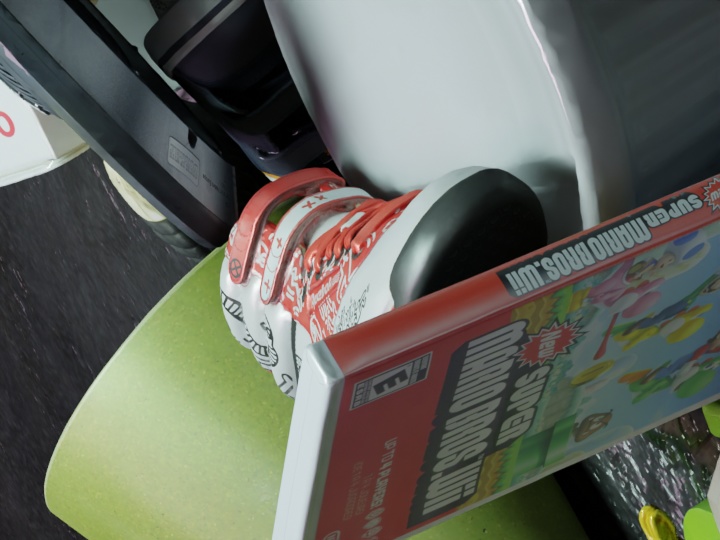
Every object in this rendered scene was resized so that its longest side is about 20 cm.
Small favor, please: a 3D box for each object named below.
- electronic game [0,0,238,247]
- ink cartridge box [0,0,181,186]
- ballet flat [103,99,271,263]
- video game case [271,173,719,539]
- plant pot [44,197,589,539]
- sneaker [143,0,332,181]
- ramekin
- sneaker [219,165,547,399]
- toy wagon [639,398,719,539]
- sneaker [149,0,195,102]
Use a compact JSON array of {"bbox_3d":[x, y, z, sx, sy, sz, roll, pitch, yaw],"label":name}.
[{"bbox_3d":[-0.115,-0.084,1.009,0.200,0.042,0.200,46,-178,-2],"label":"electronic game"},{"bbox_3d":[-0.179,-0.138,1.195,0.145,0.083,0.200,-11,108,54],"label":"ink cartridge box"},{"bbox_3d":[-0.068,-0.028,1.211,0.200,0.057,0.067,29,-121,-69],"label":"ballet flat"},{"bbox_3d":[0.068,0.026,0.877,0.017,0.200,0.143,59,160,24],"label":"video game case"},{"bbox_3d":[0.002,0.100,1.196,0.200,0.187,0.187,42,155,15],"label":"plant pot"},{"bbox_3d":[-0.029,-0.083,1.114,0.079,0.078,0.200,48,-177,3],"label":"sneaker"},{"bbox_3d":[0.053,-0.083,0.926,0.202,0.094,0.202,49,156,31],"label":"ramekin"},{"bbox_3d":[-0.001,0.001,0.931,0.108,0.067,0.201,49,160,21],"label":"sneaker"},{"bbox_3d":[0.167,0.108,0.982,0.200,0.040,0.155,16,130,63],"label":"toy wagon"},{"bbox_3d":[-0.100,-0.116,1.250,0.075,0.082,0.200,64,161,19],"label":"sneaker"}]
